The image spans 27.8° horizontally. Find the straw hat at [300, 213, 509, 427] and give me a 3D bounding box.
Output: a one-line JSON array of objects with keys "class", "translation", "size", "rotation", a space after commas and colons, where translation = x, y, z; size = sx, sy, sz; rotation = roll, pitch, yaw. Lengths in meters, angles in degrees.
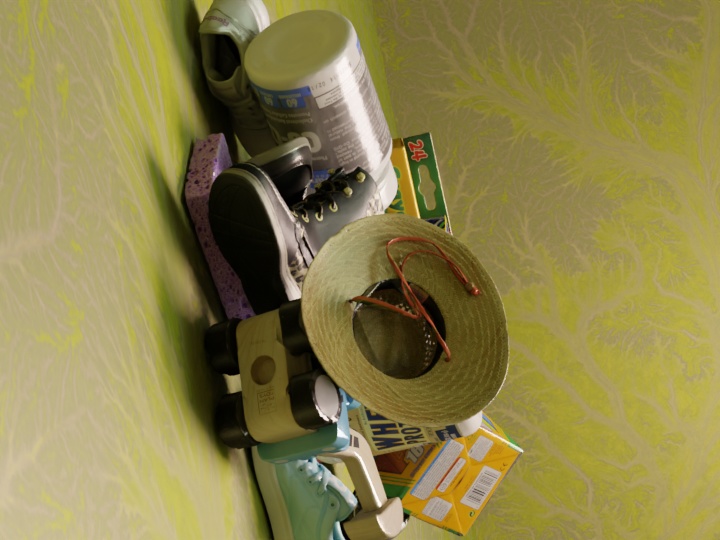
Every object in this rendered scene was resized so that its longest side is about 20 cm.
[{"class": "straw hat", "translation": [0.026, 0.058, 1.219], "size": [0.085, 0.200, 0.202], "rotation": [129, -39, -51]}]

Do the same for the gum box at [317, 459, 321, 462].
[{"class": "gum box", "translation": [-0.017, 0.102, 1.591], "size": [0.066, 0.113, 0.201], "rotation": [69, 12, -52]}]

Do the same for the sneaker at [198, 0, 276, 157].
[{"class": "sneaker", "translation": [-0.124, -0.182, 1.475], "size": [0.100, 0.075, 0.201], "rotation": [-62, 143, -49]}]

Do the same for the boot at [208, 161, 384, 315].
[{"class": "boot", "translation": [-0.053, -0.052, 1.293], "size": [0.154, 0.073, 0.204], "rotation": [-54, 143, -31]}]

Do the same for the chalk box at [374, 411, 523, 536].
[{"class": "chalk box", "translation": [0.061, 0.182, 1.642], "size": [0.124, 0.125, 0.200], "rotation": [30, 7, -40]}]

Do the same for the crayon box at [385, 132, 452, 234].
[{"class": "crayon box", "translation": [-0.006, -0.068, 1.590], "size": [0.051, 0.199, 0.127], "rotation": [-97, 173, -73]}]

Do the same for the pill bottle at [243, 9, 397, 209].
[{"class": "pill bottle", "translation": [-0.033, -0.148, 1.451], "size": [0.114, 0.113, 0.200], "rotation": [-93, 166, -48]}]

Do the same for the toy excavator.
[{"class": "toy excavator", "translation": [-0.030, 0.133, 1.265], "size": [0.200, 0.100, 0.195], "rotation": [23, 54, -57]}]

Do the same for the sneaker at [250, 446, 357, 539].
[{"class": "sneaker", "translation": [-0.047, 0.198, 1.342], "size": [0.074, 0.082, 0.201], "rotation": [-79, 156, -73]}]

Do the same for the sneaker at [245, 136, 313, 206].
[{"class": "sneaker", "translation": [-0.064, -0.051, 1.393], "size": [0.107, 0.075, 0.200], "rotation": [63, -13, 11]}]

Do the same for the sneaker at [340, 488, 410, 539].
[{"class": "sneaker", "translation": [0.011, 0.285, 1.628], "size": [0.200, 0.066, 0.091], "rotation": [-85, -164, -82]}]

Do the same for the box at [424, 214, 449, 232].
[{"class": "box", "translation": [0.000, 0.000, 1.542], "size": [0.064, 0.199, 0.070], "rotation": [-82, 160, -71]}]

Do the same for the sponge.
[{"class": "sponge", "translation": [-0.116, -0.014, 1.346], "size": [0.112, 0.030, 0.201], "rotation": [-90, 167, -58]}]

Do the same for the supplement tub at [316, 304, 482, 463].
[{"class": "supplement tub", "translation": [0.010, 0.111, 1.440], "size": [0.144, 0.199, 0.145], "rotation": [-13, 90, -81]}]
